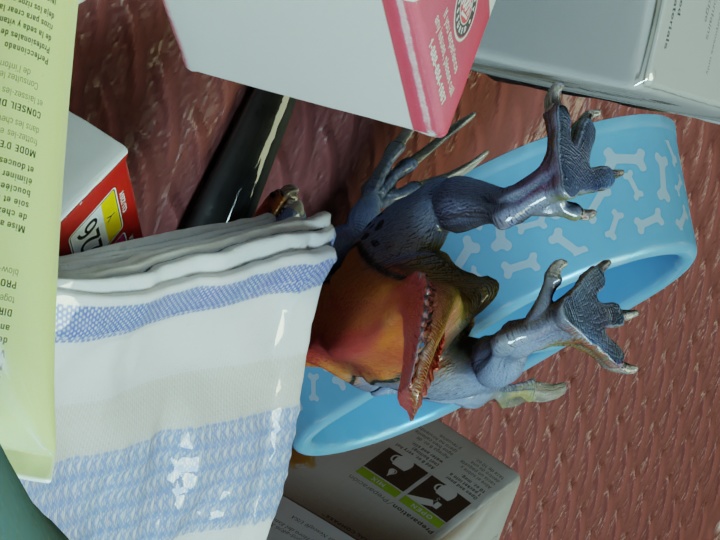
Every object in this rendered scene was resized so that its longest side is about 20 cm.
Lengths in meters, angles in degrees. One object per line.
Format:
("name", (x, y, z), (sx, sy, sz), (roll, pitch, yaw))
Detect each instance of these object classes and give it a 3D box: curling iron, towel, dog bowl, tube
("curling iron", (-0.062, 0.007, 0.985), (0.201, 0.026, 0.050), (-60, 161, 7))
("towel", (-0.065, 0.084, 0.803), (0.147, 0.024, 0.201), (-12, 117, -59))
("dog bowl", (0.039, 0.010, 1.040), (0.200, 0.050, 0.111), (-34, 162, 36))
("tube", (-0.098, -0.050, 0.677), (0.052, 0.058, 0.201), (38, 51, -52))

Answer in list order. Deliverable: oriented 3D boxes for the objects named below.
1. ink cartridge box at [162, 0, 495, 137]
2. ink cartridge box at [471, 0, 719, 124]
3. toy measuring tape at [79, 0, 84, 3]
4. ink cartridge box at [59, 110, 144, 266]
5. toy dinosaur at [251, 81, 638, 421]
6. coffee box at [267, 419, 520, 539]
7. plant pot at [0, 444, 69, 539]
("ink cartridge box", (0.010, -0.162, 0.760), (0.146, 0.084, 0.201), (74, 35, -62))
("ink cartridge box", (0.068, -0.102, 0.935), (0.200, 0.145, 0.084), (6, 97, -65))
("toy measuring tape", (-0.133, -0.044, 0.725), (0.200, 0.073, 0.074), (-43, 155, -47))
("ink cartridge box", (-0.140, 0.058, 0.816), (0.176, 0.084, 0.200), (-47, 157, -22))
("toy dinosaur", (0.000, 0.000, 0.893), (0.200, 0.181, 0.106), (-8, 84, -51))
("coffee box", (-0.032, 0.145, 1.163), (0.200, 0.080, 0.115), (-31, 147, -47))
("plant pot", (-0.153, 0.054, 0.542), (0.200, 0.200, 0.188), (-53, 130, -10))
